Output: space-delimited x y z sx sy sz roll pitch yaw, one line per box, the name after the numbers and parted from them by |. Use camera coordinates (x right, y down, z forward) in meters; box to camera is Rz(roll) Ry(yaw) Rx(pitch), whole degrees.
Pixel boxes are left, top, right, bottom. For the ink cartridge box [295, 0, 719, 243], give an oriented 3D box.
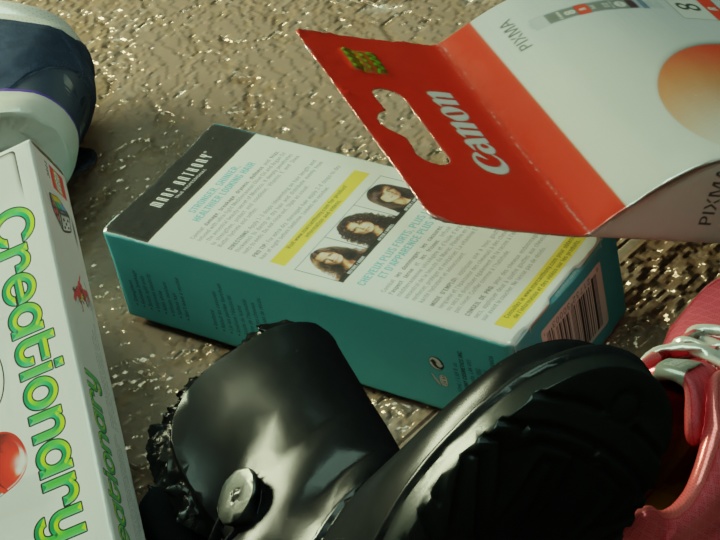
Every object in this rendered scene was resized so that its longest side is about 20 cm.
0.094 -0.072 0.960 0.200 0.050 0.162 5 30 -27 | ink cartridge box

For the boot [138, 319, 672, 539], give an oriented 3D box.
0.002 0.064 0.797 0.076 0.200 0.168 19 25 -34 | boot

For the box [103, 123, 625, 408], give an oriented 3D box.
0.000 0.000 0.962 0.200 0.049 0.082 15 46 32 | box

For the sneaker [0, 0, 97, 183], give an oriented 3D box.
-0.219 -0.065 1.095 0.200 0.081 0.147 -14 30 4 | sneaker

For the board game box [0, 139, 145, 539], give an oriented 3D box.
-0.153 0.061 0.873 0.126 0.035 0.200 -24 57 11 | board game box

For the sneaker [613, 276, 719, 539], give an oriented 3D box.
0.124 0.054 0.829 0.074 0.087 0.200 7 43 23 | sneaker
